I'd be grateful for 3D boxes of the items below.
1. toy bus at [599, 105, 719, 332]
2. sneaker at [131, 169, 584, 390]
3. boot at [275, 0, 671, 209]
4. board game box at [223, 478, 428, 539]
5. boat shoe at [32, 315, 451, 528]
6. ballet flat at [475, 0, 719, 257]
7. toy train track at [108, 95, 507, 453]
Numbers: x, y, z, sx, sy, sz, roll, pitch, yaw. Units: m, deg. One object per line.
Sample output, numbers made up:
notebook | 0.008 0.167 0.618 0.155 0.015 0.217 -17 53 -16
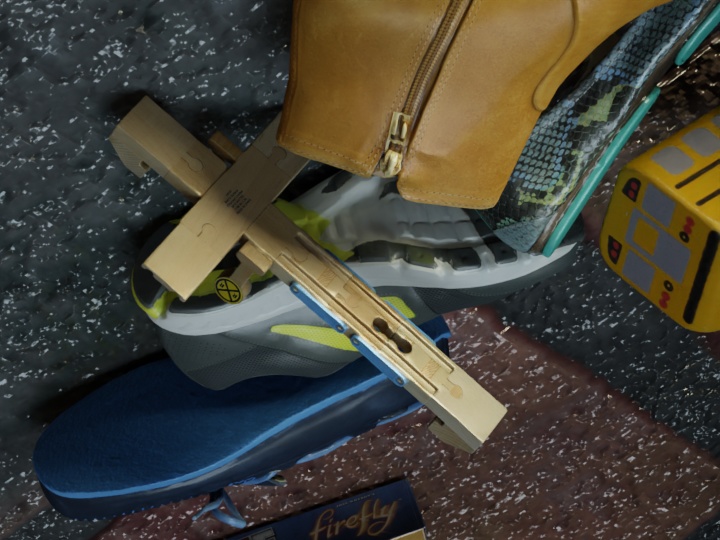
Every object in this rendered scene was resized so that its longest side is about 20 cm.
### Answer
toy bus | 0.201 -0.047 1.237 0.200 0.078 0.065 -31 148 -34
sneaker | 0.000 0.000 1.252 0.199 0.075 0.085 -9 145 -1
boot | 0.072 -0.091 1.131 0.201 0.071 0.144 9 115 -2
board game box | -0.019 0.199 1.479 0.135 0.035 0.200 -18 139 -4
boat shoe | -0.048 0.077 1.298 0.199 0.084 0.069 -16 141 -3
ballet flat | 0.110 -0.099 1.178 0.074 0.074 0.200 32 98 -44
toy train track | -0.026 0.006 1.179 0.200 0.115 0.033 41 139 0
